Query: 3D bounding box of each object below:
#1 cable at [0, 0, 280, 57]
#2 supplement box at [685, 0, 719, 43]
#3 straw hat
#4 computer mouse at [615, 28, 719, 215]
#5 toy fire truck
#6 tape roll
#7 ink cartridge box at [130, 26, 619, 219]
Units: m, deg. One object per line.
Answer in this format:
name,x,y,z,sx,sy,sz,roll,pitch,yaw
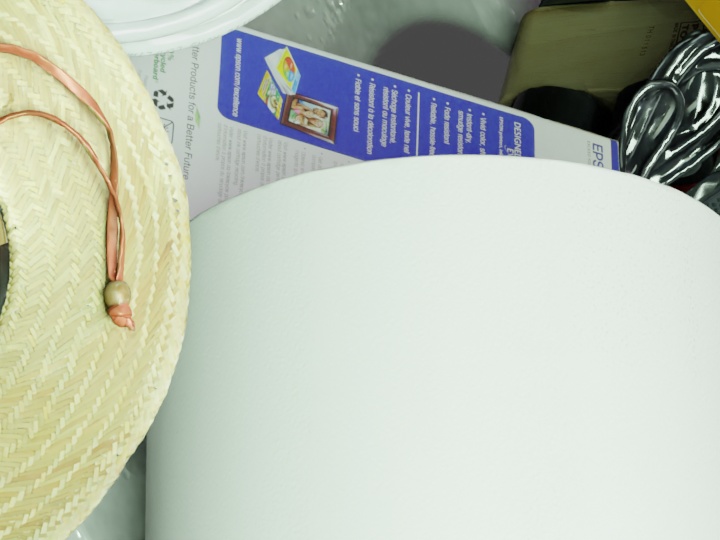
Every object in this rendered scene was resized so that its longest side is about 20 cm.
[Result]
cable,-0.066,-0.167,0.856,0.199,0.069,0.201,19,100,-43
supplement box,0.244,-0.167,1.059,0.200,0.197,0.133,-27,74,-40
straw hat,-0.150,0.002,0.810,0.200,0.085,0.202,9,75,-39
computer mouse,0.163,0.012,1.110,0.200,0.139,0.053,37,-1,-9
toy fire truck,0.169,-0.031,1.224,0.200,0.175,0.129,50,47,-47
tape roll,0.030,0.066,0.919,0.202,0.202,0.140,25,56,-46
ink cartridge box,0.000,-0.028,1.019,0.199,0.037,0.095,14,55,-18
